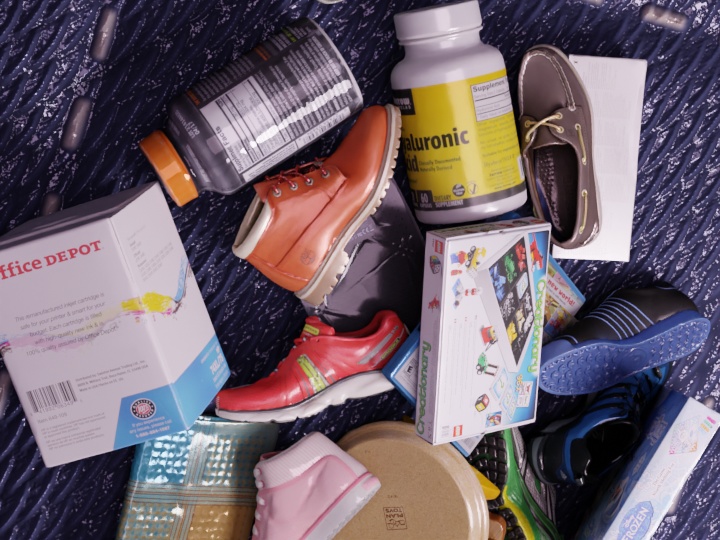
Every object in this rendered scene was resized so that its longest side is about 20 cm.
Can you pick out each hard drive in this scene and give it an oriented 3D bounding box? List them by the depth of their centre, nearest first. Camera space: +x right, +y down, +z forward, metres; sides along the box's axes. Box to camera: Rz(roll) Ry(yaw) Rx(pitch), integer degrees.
[{"bbox_3d":[0.000,0.000,1.547,0.135,0.042,0.201,-26,104,-7],"label":"hard drive"}]

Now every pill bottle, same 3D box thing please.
[{"bbox_3d":[-0.106,-0.141,1.471,0.200,0.106,0.106,-33,104,-6],"label":"pill bottle"},{"bbox_3d":[0.089,-0.152,1.510,0.111,0.111,0.201,-13,100,-10],"label":"pill bottle"}]

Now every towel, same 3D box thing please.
[{"bbox_3d":[-0.166,0.234,1.536,0.146,0.022,0.201,11,97,-33],"label":"towel"}]

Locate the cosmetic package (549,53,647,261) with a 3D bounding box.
[{"bbox_3d":[0.230,-0.112,1.578,0.082,0.051,0.201,3,97,-12],"label":"cosmetic package"}]

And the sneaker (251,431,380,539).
[{"bbox_3d":[-0.078,0.239,1.549,0.105,0.075,0.200,45,109,9],"label":"sneaker"}]

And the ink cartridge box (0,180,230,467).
[{"bbox_3d":[-0.232,0.045,1.428,0.146,0.146,0.201,-15,103,15],"label":"ink cartridge box"}]

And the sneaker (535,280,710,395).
[{"bbox_3d":[0.248,0.064,1.584,0.199,0.078,0.070,-13,132,-21],"label":"sneaker"}]

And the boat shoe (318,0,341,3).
[{"bbox_3d":[0.023,-0.334,1.493,0.073,0.062,0.200,43,87,-15],"label":"boat shoe"}]

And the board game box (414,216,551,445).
[{"bbox_3d":[0.115,0.055,1.483,0.126,0.035,0.201,-8,109,-34],"label":"board game box"}]

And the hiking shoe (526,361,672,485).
[{"bbox_3d":[0.260,0.149,1.587,0.200,0.087,0.075,-44,117,-23],"label":"hiking shoe"}]

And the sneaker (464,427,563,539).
[{"bbox_3d":[0.149,0.209,1.607,0.085,0.078,0.201,-20,97,-46],"label":"sneaker"}]

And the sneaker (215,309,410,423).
[{"bbox_3d":[-0.048,0.088,1.505,0.199,0.077,0.085,-18,100,-11],"label":"sneaker"}]

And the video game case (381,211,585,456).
[{"bbox_3d":[0.122,0.062,1.525,0.200,0.018,0.143,-51,126,-11],"label":"video game case"}]

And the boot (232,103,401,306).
[{"bbox_3d":[-0.039,-0.077,1.464,0.107,0.075,0.200,28,94,-17],"label":"boot"}]

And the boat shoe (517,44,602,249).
[{"bbox_3d":[0.186,-0.119,1.517,0.072,0.059,0.201,-9,92,23],"label":"boat shoe"}]

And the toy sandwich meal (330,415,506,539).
[{"bbox_3d":[0.052,0.238,1.570,0.204,0.070,0.206,5,103,23],"label":"toy sandwich meal"}]

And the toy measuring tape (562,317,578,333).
[{"bbox_3d":[0.147,0.012,1.584,0.200,0.074,0.074,36,89,-38],"label":"toy measuring tape"}]

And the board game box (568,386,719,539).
[{"bbox_3d":[0.275,0.212,1.559,0.043,0.200,0.199,32,90,4],"label":"board game box"}]
